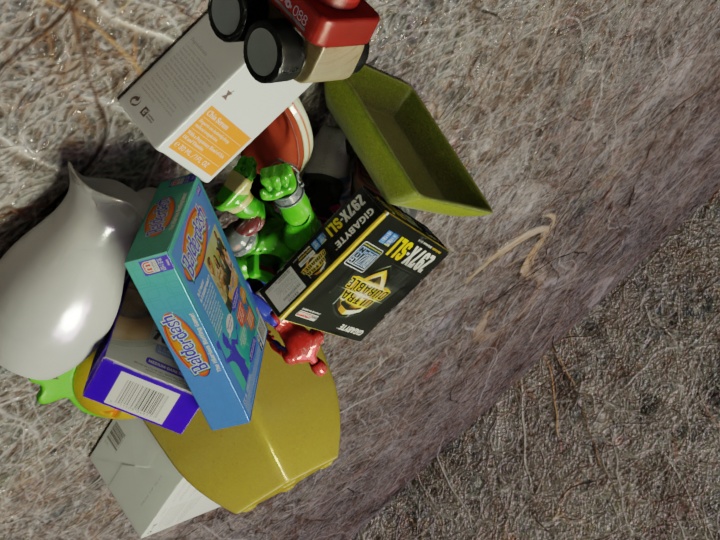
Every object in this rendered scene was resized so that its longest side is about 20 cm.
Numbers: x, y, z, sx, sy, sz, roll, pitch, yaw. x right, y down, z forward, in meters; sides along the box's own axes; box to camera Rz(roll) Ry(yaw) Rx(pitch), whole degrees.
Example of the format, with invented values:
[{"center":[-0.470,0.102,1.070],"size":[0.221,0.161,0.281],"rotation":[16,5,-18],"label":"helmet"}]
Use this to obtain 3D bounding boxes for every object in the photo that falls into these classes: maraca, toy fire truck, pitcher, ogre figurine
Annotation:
[{"center":[-0.291,0.113,1.096],"size":[0.200,0.107,0.138],"rotation":[16,104,-49],"label":"maraca"},{"center":[-0.054,-0.258,0.676],"size":[0.128,0.176,0.200],"rotation":[-17,148,-44],"label":"toy fire truck"},{"center":[-0.272,0.001,0.915],"size":[0.200,0.121,0.172],"rotation":[-57,166,10],"label":"pitcher"},{"center":[-0.124,-0.042,0.997],"size":[0.200,0.098,0.120],"rotation":[-37,130,16],"label":"ogre figurine"}]

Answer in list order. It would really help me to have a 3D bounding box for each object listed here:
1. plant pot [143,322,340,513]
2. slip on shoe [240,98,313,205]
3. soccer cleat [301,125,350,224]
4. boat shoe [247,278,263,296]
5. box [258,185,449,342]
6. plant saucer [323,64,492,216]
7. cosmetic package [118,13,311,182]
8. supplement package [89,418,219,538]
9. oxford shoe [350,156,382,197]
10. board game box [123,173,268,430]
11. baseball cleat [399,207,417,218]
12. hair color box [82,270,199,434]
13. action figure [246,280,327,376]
[{"center":[-0.142,0.201,1.243],"size":[0.194,0.200,0.195],"rotation":[-37,165,33],"label":"plant pot"},{"center":[-0.095,-0.131,0.999],"size":[0.061,0.074,0.200],"rotation":[-26,159,-24],"label":"slip on shoe"},{"center":[-0.039,-0.110,1.130],"size":[0.200,0.070,0.087],"rotation":[114,-11,-75],"label":"soccer cleat"},{"center":[-0.160,0.032,1.217],"size":[0.200,0.074,0.066],"rotation":[-30,130,-16],"label":"boat shoe"},{"center":[0.000,0.000,1.038],"size":[0.160,0.049,0.200],"rotation":[-46,155,9],"label":"box"},{"center":[0.044,-0.138,1.045],"size":[0.048,0.200,0.199],"rotation":[-38,160,23],"label":"plant saucer"},{"center":[-0.111,-0.185,0.863],"size":[0.200,0.071,0.101],"rotation":[-43,158,6],"label":"cosmetic package"},{"center":[-0.254,0.262,1.372],"size":[0.200,0.151,0.152],"rotation":[-8,141,-53],"label":"supplement package"},{"center":[0.020,-0.102,1.129],"size":[0.074,0.071,0.200],"rotation":[-63,180,19],"label":"oxford shoe"},{"center":[-0.151,0.029,0.903],"size":[0.045,0.152,0.201],"rotation":[-14,120,11],"label":"board game box"},{"center":[0.038,-0.054,1.179],"size":[0.106,0.070,0.200],"rotation":[-9,-152,46],"label":"baseball cleat"},{"center":[-0.210,0.065,0.983],"size":[0.109,0.200,0.065],"rotation":[26,121,-18],"label":"hair color box"},{"center":[-0.106,0.051,1.174],"size":[0.065,0.200,0.099],"rotation":[-37,178,-6],"label":"action figure"}]
